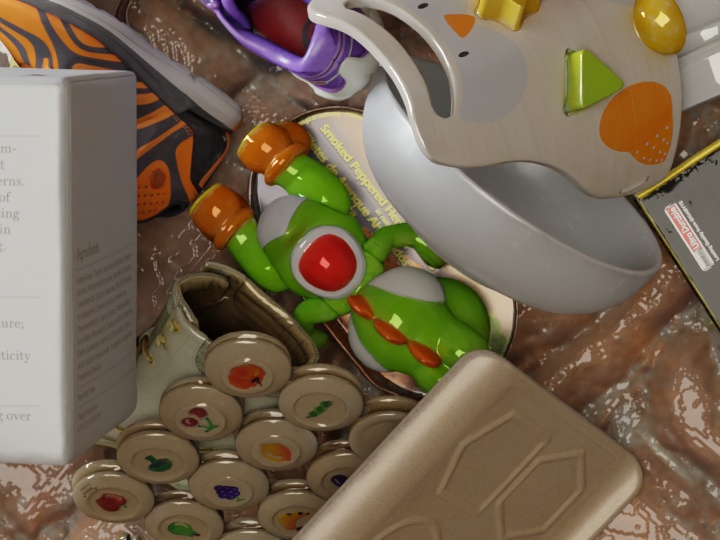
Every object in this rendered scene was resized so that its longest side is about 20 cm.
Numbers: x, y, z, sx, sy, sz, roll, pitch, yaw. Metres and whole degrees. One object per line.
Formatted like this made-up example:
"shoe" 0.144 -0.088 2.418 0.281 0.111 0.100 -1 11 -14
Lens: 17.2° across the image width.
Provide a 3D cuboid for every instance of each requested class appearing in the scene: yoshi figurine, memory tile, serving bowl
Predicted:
"yoshi figurine" 0.001 0.005 1.416 0.200 0.113 0.112 42 52 16
"memory tile" -0.065 0.114 1.410 0.153 0.017 0.200 26 132 -25
"serving bowl" 0.077 -0.038 1.382 0.200 0.200 0.066 38 108 3

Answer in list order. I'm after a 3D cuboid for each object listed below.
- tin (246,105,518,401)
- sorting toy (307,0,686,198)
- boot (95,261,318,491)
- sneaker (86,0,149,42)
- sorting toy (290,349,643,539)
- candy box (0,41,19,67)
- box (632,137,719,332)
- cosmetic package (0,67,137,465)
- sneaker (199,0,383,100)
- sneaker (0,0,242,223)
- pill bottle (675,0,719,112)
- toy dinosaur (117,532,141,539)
"tin" 0.015 -0.011 1.464 0.112 0.042 0.200 -38 88 10
"sorting toy" 0.069 -0.128 1.333 0.200 0.179 0.107 51 140 22
"boot" -0.131 0.048 1.423 0.199 0.072 0.155 27 139 0
"sneaker" -0.121 -0.231 1.465 0.075 0.070 0.201 29 100 -12
"sorting toy" 0.059 0.145 1.410 0.185 0.200 0.036 -47 49 5
"candy box" -0.290 -0.085 1.481 0.199 0.061 0.137 -2 93 5
"box" 0.283 -0.005 1.431 0.159 0.049 0.201 -32 88 4
"cosmetic package" -0.216 -0.008 1.289 0.166 0.166 0.201 2 97 8
"sneaker" -0.069 -0.178 1.374 0.200 0.083 0.081 39 103 23
"sneaker" -0.168 -0.094 1.419 0.199 0.077 0.112 32 83 -27
"pill bottle" 0.181 -0.198 1.402 0.112 0.112 0.201 -22 90 6
"toy dinosaur" -0.105 0.260 1.487 0.101 0.058 0.201 -9 84 21
